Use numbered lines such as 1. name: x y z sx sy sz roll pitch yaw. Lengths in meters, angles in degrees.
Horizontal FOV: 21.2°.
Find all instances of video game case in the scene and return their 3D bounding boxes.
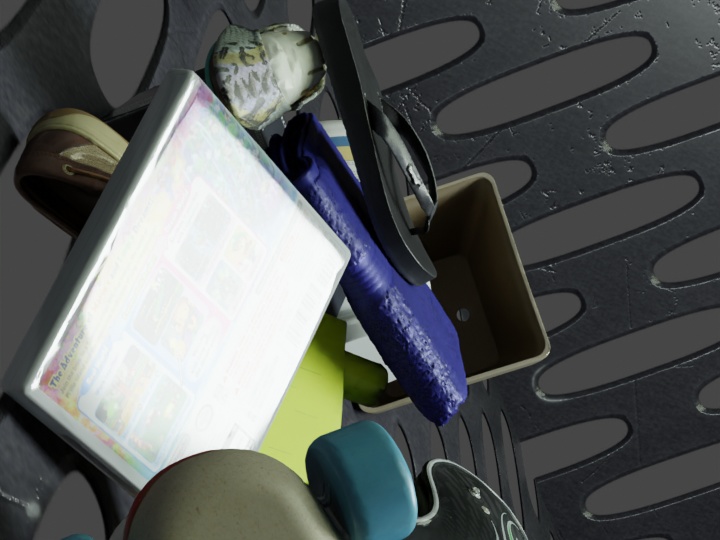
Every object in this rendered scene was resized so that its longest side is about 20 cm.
1. video game case: -0.093 0.023 1.054 0.182 0.024 0.201 48 59 -44

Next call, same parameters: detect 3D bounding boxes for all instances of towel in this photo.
1. towel: 0.000 0.000 1.288 0.200 0.049 0.148 56 11 -18

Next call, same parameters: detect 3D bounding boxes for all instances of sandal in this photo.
1. sandal: 0.018 -0.085 1.269 0.076 0.043 0.201 -60 133 -77

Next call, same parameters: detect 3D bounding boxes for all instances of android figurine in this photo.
1. android figurine: -0.067 0.070 1.214 0.199 0.041 0.183 25 55 -32

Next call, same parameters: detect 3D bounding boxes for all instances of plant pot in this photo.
1. plant pot: 0.070 0.042 2.002 0.177 0.199 0.201 81 -9 -76

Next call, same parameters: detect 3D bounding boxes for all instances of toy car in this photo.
1. toy car: -0.073 0.177 0.971 0.178 0.183 0.200 70 -20 -2

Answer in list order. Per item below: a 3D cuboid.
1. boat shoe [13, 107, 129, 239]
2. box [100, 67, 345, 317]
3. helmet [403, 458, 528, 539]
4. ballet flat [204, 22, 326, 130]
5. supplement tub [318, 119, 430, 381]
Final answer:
1. boat shoe: -0.117 -0.012 1.128 0.200 0.072 0.072 39 30 -15
2. box: -0.096 -0.038 1.367 0.182 0.104 0.201 -64 134 -76
3. helmet: 0.024 0.233 1.241 0.201 0.199 0.191 68 25 -14
4. ballet flat: -0.054 -0.138 1.281 0.200 0.072 0.072 -55 125 -79
5. supplement tub: -0.022 -0.010 1.631 0.145 0.144 0.201 51 21 -66
